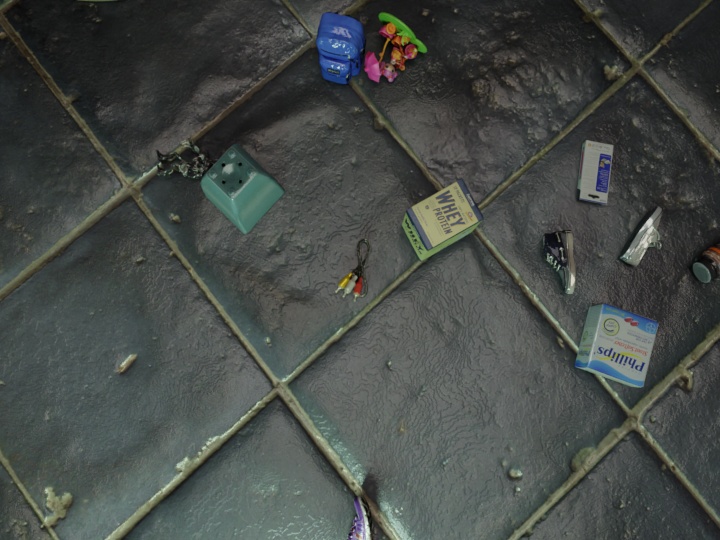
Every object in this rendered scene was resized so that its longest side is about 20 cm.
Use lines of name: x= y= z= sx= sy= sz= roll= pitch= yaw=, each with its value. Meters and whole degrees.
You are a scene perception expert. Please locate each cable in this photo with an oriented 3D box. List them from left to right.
cable: x=0.000 y=0.000 z=1.741 sx=0.095 sy=0.050 sz=0.204 roll=24 pitch=83 yaw=2

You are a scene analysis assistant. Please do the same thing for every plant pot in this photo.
plant pot: x=-0.375 y=-0.267 z=1.703 sx=0.195 sy=0.200 sz=0.197 roll=42 pitch=84 yaw=5

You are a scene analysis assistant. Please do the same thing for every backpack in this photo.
backpack: x=-0.062 y=-0.711 z=1.770 sx=0.158 sy=0.200 sz=0.173 roll=9 pitch=81 yaw=0

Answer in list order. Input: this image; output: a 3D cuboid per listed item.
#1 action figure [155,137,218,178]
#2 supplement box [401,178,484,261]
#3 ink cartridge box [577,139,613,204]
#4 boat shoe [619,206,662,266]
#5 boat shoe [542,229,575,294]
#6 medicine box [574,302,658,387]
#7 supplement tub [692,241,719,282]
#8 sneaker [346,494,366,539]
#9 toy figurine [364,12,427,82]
action figure: x=-0.553 y=-0.348 z=1.765 sx=0.194 sy=0.102 sz=0.122 roll=-5 pitch=70 yaw=0
supplement box: x=0.245 y=-0.148 z=1.689 sx=0.197 sy=0.200 sz=0.137 roll=-29 pitch=82 yaw=-5
ink cartridge box: x=0.763 y=-0.317 z=1.801 sx=0.092 sy=0.037 sz=0.206 roll=10 pitch=79 yaw=0
boat shoe: x=0.912 y=-0.100 z=1.751 sx=0.085 sy=0.075 sz=0.204 roll=34 pitch=85 yaw=5
boat shoe: x=0.622 y=-0.027 z=1.745 sx=0.090 sy=0.075 sz=0.206 roll=0 pitch=74 yaw=6
medicine box: x=0.779 y=0.228 z=1.687 sx=0.178 sy=0.103 sz=0.205 roll=18 pitch=81 yaw=2
supplement tub: x=1.144 y=-0.040 z=1.727 sx=0.196 sy=0.107 sz=0.109 roll=-28 pitch=83 yaw=-4
sneaker: x=-0.006 y=0.767 z=1.617 sx=0.081 sy=0.081 sz=0.206 roll=-5 pitch=82 yaw=5
toy figurine: x=0.096 y=-0.705 z=1.827 sx=0.197 sy=0.150 sz=0.187 roll=30 pitch=96 yaw=-20
